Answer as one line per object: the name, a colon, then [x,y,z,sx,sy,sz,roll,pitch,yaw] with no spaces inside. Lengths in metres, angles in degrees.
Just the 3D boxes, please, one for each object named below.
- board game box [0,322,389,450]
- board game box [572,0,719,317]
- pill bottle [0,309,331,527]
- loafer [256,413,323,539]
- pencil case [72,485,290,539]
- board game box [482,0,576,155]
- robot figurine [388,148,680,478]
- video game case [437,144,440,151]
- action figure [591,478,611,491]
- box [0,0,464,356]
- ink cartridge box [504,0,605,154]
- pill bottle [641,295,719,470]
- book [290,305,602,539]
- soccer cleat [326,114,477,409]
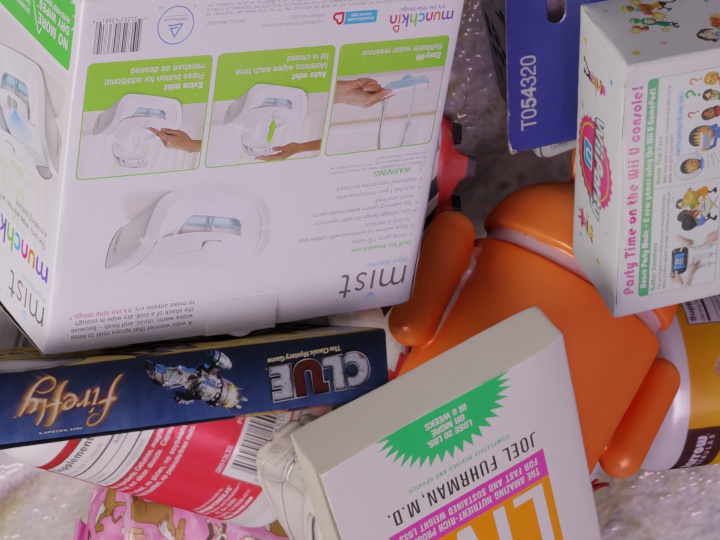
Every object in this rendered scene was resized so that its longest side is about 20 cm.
board game box: [-0.104,0.052,1.154,0.198,0.135,0.035,-6,93,-27]
board game box: [0.206,-0.070,1.184,0.198,0.064,0.148,-12,129,-13]
pill bottle: [-0.123,0.058,1.283,0.199,0.113,0.113,19,117,-26]
loafer: [0.008,0.161,1.279,0.070,0.070,0.201,-39,127,-10]
pencil case: [-0.061,0.154,1.395,0.198,0.083,0.087,8,124,-24]
board game box: [0.130,-0.172,1.223,0.146,0.064,0.201,-19,130,-5]
robot figurine: [0.093,0.041,1.281,0.201,0.143,0.117,-60,164,-9]
video game case: [-0.045,-0.134,1.203,0.142,0.017,0.201,-12,119,-2]
action figure: [0.054,0.114,1.363,0.199,0.066,0.099,-7,160,-35]
box: [-0.066,-0.067,1.133,0.199,0.097,0.178,-9,123,-30]
ink cartridge box: [0.168,-0.146,1.180,0.198,0.043,0.198,-14,128,-12]
pill bottle: [0.208,0.054,1.393,0.198,0.110,0.110,-6,127,-14]
book: [0.050,0.121,1.193,0.133,0.048,0.201,-28,135,-11]
soccer cleat: [0.000,0.000,1.316,0.084,0.069,0.201,6,119,-17]
